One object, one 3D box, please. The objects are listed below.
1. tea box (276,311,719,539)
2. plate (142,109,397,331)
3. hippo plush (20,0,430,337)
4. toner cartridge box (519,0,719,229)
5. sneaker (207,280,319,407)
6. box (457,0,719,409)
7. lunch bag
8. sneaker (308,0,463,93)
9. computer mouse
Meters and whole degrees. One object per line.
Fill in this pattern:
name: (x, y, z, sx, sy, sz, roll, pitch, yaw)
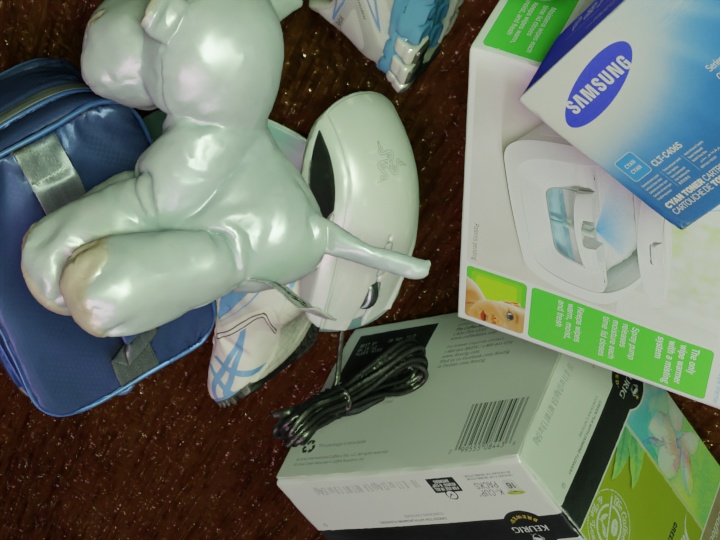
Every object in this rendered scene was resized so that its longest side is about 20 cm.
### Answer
tea box: (0.094, 0.136, 1.118, 0.199, 0.134, 0.197, -12, 129, 43)
plate: (-0.068, -0.023, 1.130, 0.199, 0.026, 0.201, 19, 145, 14)
hippo plush: (-0.094, -0.064, 0.911, 0.199, 0.159, 0.162, 12, 115, 43)
toner cartridge box: (0.153, -0.096, 0.698, 0.095, 0.043, 0.200, 38, 147, -6)
sneaker: (-0.063, 0.023, 1.112, 0.073, 0.072, 0.200, 48, 149, 12)
box: (0.148, -0.043, 0.893, 0.175, 0.097, 0.201, 21, 143, 16)
lunch bag: (-0.176, -0.012, 1.067, 0.132, 0.135, 0.201, 36, 152, 56)
sneaker: (0.016, -0.168, 0.852, 0.086, 0.075, 0.200, 32, 145, 6)
computer mouse: (0.000, 0.000, 1.010, 0.044, 0.109, 0.202, 30, 126, 45)
